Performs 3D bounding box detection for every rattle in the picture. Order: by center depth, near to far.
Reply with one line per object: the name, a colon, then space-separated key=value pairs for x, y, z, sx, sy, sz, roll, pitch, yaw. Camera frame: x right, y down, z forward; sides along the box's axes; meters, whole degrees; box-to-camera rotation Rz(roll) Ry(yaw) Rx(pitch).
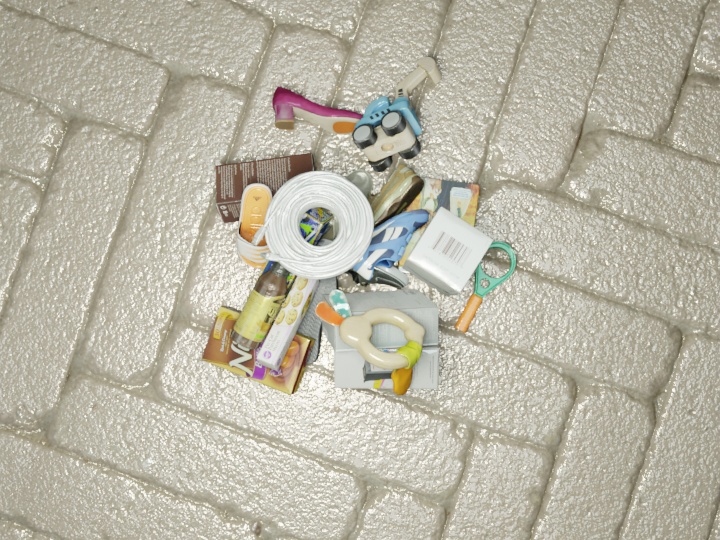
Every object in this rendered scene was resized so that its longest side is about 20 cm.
rattle: x=0.009 y=0.131 z=1.533 sx=0.199 sy=0.143 sz=0.131 roll=15 pitch=65 yaw=1

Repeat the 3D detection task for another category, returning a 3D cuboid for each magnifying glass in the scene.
magnifying glass: x=0.249 y=0.033 z=1.715 sx=0.079 sy=0.022 sz=0.200 roll=28 pitch=89 yaw=2

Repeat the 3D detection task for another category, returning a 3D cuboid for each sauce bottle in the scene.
sauce bottle: x=-0.181 y=0.053 z=1.616 sx=0.065 sy=0.065 sz=0.200 roll=28 pitch=100 yaw=2

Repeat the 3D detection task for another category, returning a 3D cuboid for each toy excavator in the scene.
toy excavator: x=0.075 y=-0.325 z=1.695 sx=0.194 sy=0.100 sz=0.200 roll=-21 pitch=51 yaw=19

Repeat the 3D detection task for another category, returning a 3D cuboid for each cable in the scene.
cable: x=-0.077 y=-0.081 z=1.558 sx=0.200 sy=0.069 sz=0.200 roll=24 pitch=82 yaw=3

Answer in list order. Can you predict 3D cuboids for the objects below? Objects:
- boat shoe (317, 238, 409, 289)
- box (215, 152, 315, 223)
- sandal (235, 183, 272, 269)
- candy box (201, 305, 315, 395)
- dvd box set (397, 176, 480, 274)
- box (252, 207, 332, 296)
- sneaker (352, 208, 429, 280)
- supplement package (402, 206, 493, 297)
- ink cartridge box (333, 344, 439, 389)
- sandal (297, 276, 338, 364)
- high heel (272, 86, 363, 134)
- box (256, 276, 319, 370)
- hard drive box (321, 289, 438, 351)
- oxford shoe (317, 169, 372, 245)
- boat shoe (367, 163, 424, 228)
boat shoe: x=0.000 y=0.000 z=1.684 sx=0.200 sy=0.069 sz=0.057 roll=23 pitch=79 yaw=-11
box: x=-0.186 y=-0.166 z=1.692 sx=0.199 sy=0.075 sz=0.100 roll=-8 pitch=59 yaw=2
sandal: x=-0.208 y=-0.073 z=1.655 sx=0.079 sy=0.059 sz=0.207 roll=1 pitch=131 yaw=-4
candy box: x=-0.204 y=0.158 z=1.685 sx=0.200 sy=0.056 sz=0.117 roll=19 pitch=92 yaw=11
dvd box set: x=0.158 y=-0.085 z=1.718 sx=0.146 sy=0.029 sz=0.201 roll=9 pitch=87 yaw=1
box: x=-0.134 y=-0.034 z=1.663 sx=0.064 sy=0.070 sz=0.200 roll=33 pitch=113 yaw=4
sneaker: x=0.059 y=-0.053 z=1.645 sx=0.200 sy=0.074 sz=0.082 roll=-31 pitch=83 yaw=-20
supplement package: x=0.160 y=-0.030 z=1.597 sx=0.117 sy=0.200 sz=0.117 roll=32 pitch=87 yaw=3
ink cartridge box: x=0.050 y=0.173 z=1.646 sx=0.199 sy=0.148 sz=0.086 roll=-1 pitch=98 yaw=2
sandal: x=-0.097 y=0.090 z=1.714 sx=0.076 sy=0.043 sz=0.201 roll=18 pitch=97 yaw=9
high heel: x=-0.080 y=-0.332 z=1.729 sx=0.199 sy=0.067 sz=0.096 roll=-1 pitch=65 yaw=-1
box: x=-0.138 y=0.095 z=1.639 sx=0.041 sy=0.039 sz=0.200 roll=21 pitch=70 yaw=13
hard drive box: x=0.034 y=0.093 z=1.626 sx=0.199 sy=0.156 sz=0.077 roll=-2 pitch=101 yaw=-10
oxford shoe: x=-0.044 y=-0.120 z=1.711 sx=0.075 sy=0.058 sz=0.200 roll=39 pitch=87 yaw=4
boat shoe: x=0.040 y=-0.128 z=1.704 sx=0.200 sy=0.072 sz=0.076 roll=-47 pitch=66 yaw=8
